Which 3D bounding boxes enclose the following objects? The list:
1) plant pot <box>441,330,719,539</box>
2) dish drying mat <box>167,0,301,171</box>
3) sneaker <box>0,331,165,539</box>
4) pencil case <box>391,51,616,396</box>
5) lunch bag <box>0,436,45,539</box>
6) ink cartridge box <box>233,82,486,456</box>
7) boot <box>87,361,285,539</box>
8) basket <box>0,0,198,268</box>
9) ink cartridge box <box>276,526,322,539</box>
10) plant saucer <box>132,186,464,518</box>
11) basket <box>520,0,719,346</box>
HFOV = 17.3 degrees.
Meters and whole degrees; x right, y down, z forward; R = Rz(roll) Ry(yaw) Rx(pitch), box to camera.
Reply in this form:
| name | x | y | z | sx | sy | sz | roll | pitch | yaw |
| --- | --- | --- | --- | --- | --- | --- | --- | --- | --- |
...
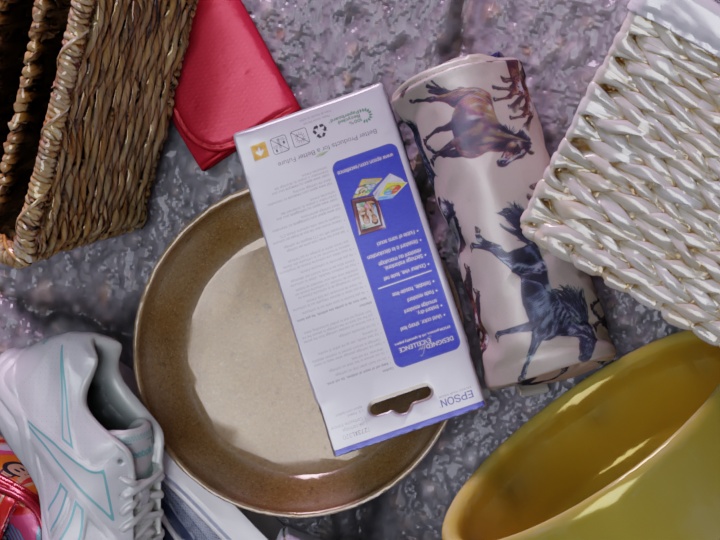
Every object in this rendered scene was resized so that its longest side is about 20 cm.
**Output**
| name | x | y | z | sx | sy | sz | roll | pitch | yaw |
| --- | --- | --- | --- | --- | --- | --- | --- | --- | --- |
| plant pot | 0.177 | 0.163 | 1.301 | 0.200 | 0.201 | 0.189 | -34 | 101 | 16 |
| dish drying mat | -0.116 | -0.165 | 1.442 | 0.077 | 0.018 | 0.201 | -30 | 85 | 16 |
| sneaker | -0.148 | 0.130 | 1.378 | 0.080 | 0.070 | 0.201 | -22 | 91 | 31 |
| pencil case | 0.083 | -0.025 | 1.364 | 0.077 | 0.089 | 0.201 | -18 | 89 | -11 |
| lunch bag | -0.236 | 0.206 | 1.460 | 0.175 | 0.082 | 0.201 | 23 | 108 | 24 |
| ink cartridge box | 0.000 | 0.000 | 1.374 | 0.094 | 0.037 | 0.201 | -18 | 78 | 4 |
| boot | -0.128 | 0.143 | 1.441 | 0.090 | 0.073 | 0.200 | -45 | 82 | 9 |
| basket | -0.197 | -0.122 | 1.391 | 0.142 | 0.149 | 0.201 | 22 | 108 | 19 |
| ink cartridge box | -0.016 | 0.273 | 1.391 | 0.145 | 0.084 | 0.201 | 22 | 101 | -10 |
| plant saucer | -0.035 | 0.047 | 1.408 | 0.199 | 0.035 | 0.202 | -1 | 83 | 7 |
| basket | 0.216 | -0.050 | 1.259 | 0.198 | 0.200 | 0.161 | 32 | 104 | 12 |
